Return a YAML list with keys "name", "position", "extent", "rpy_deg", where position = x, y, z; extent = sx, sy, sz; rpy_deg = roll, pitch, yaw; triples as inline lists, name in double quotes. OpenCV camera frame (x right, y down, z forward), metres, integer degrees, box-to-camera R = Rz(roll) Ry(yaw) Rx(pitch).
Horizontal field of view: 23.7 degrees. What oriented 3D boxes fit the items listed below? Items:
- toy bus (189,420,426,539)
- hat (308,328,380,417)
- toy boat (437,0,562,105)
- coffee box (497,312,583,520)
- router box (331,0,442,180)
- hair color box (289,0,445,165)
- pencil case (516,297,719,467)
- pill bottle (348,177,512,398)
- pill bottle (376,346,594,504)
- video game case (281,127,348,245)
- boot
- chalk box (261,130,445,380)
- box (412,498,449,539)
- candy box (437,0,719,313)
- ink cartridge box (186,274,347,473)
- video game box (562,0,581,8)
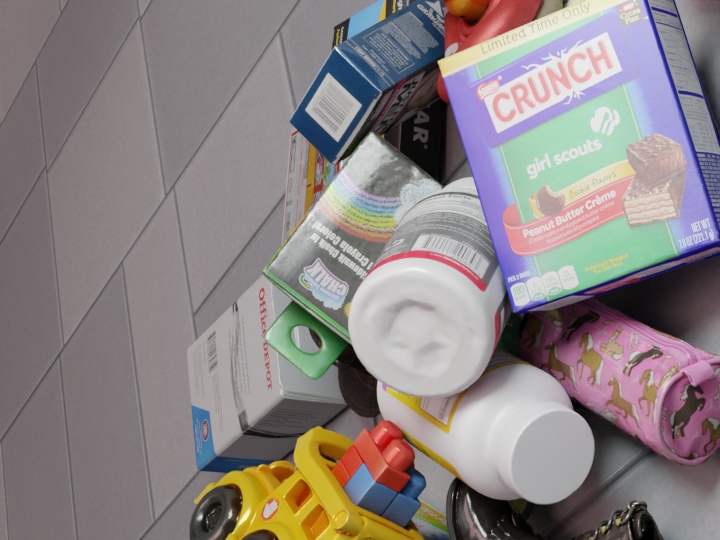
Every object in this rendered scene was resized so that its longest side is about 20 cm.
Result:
- name: "toy bus"
  position: [-0.027, 0.196, 1.389]
  extent: [0.192, 0.135, 0.200]
  rpy_deg: [-56, 33, 9]
- name: "hat"
  position: [-0.004, 0.034, 1.629]
  extent: [0.201, 0.081, 0.201]
  rpy_deg: [-47, 34, 47]
- name: "toy boat"
  position: [0.086, -0.228, 1.405]
  extent: [0.131, 0.130, 0.201]
  rpy_deg: [-49, 30, 46]
- name: "coffee box"
  position: [0.109, 0.106, 1.468]
  extent: [0.123, 0.044, 0.200]
  rpy_deg: [-67, 32, 24]
- name: "router box"
  position: [0.022, -0.162, 1.686]
  extent: [0.149, 0.051, 0.201]
  rpy_deg: [-19, 64, 57]
- name: "hair color box"
  position: [0.034, -0.178, 1.517]
  extent: [0.061, 0.200, 0.100]
  rpy_deg: [45, 135, 8]
- name: "pencil case"
  position: [0.199, 0.074, 1.282]
  extent: [0.083, 0.086, 0.200]
  rpy_deg: [-52, 32, -3]
- name: "pill bottle"
  position: [0.069, 0.004, 1.317]
  extent: [0.111, 0.110, 0.200]
  rpy_deg: [-60, -2, 32]
- name: "pill bottle"
  position: [0.098, 0.113, 1.327]
  extent: [0.200, 0.104, 0.105]
  rpy_deg: [29, 107, 62]
- name: "video game case"
  position: [-0.041, -0.085, 1.695]
  extent: [0.200, 0.017, 0.144]
  rpy_deg: [163, 112, -72]
- name: "boot"
  position: [0.163, 0.215, 1.306]
  extent: [0.174, 0.069, 0.201]
  rpy_deg: [-43, 69, 46]
- name: "chalk box"
  position: [0.000, 0.000, 1.500]
  extent: [0.200, 0.125, 0.124]
  rpy_deg: [-52, -7, 0]
- name: "box"
  position: [0.021, 0.258, 1.509]
  extent: [0.200, 0.112, 0.102]
  rpy_deg: [24, 102, 58]
- name: "candy box"
  position: [0.169, -0.089, 1.257]
  extent: [0.169, 0.077, 0.201]
  rpy_deg: [-21, 79, 27]
- name: "ink cartridge box"
  position: [-0.099, 0.109, 1.792]
  extent: [0.200, 0.083, 0.146]
  rpy_deg: [-42, 47, 48]
- name: "video game box"
  position: [0.153, -0.175, 1.440]
  extent: [0.200, 0.047, 0.183]
  rpy_deg: [-57, 28, 35]
